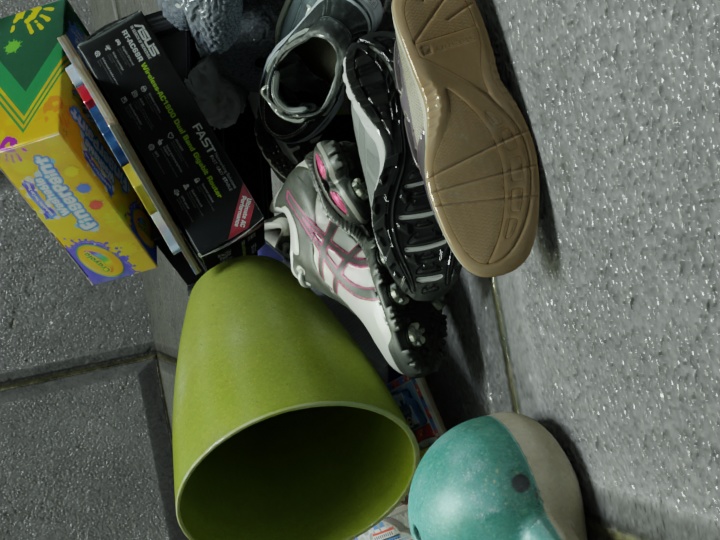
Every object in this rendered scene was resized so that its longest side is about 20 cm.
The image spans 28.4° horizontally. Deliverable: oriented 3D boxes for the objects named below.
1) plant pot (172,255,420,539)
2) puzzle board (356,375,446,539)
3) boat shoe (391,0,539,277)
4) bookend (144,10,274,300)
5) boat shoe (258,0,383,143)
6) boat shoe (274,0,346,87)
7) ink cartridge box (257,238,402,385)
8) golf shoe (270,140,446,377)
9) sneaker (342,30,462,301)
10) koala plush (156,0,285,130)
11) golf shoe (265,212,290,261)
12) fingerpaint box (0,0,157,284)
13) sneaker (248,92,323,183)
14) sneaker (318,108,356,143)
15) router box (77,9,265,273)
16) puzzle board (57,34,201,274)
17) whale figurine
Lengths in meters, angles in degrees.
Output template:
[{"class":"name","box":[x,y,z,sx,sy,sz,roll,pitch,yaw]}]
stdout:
[{"class":"plant pot","box":[-0.070,0.091,1.116,0.188,0.185,0.201,94,162,-45]},{"class":"puzzle board","box":[0.027,0.178,1.172,0.200,0.017,0.152,-37,74,58]},{"class":"boat shoe","box":[0.064,-0.090,0.910,0.065,0.071,0.202,93,161,-78]},{"class":"bookend","box":[-0.158,-0.107,1.348,0.200,0.091,0.200,60,-161,-52]},{"class":"boat shoe","box":[-0.048,-0.152,1.120,0.072,0.071,0.200,37,148,2]},{"class":"boat shoe","box":[-0.024,-0.196,1.147,0.201,0.072,0.062,105,154,-49]},{"class":"ink cartridge box","box":[-0.034,0.093,1.273,0.199,0.040,0.201,35,145,33]},{"class":"golf shoe","box":[0.000,0.000,1.086,0.088,0.077,0.201,-35,65,27]},{"class":"sneaker","box":[0.036,-0.072,1.037,0.079,0.073,0.202,88,172,-70]},{"class":"koala plush","box":[-0.109,-0.237,1.241,0.183,0.178,0.201,23,155,35]},{"class":"golf shoe","box":[-0.029,0.002,1.282,0.200,0.087,0.078,-127,31,-56]},{"class":"fingerpaint box","box":[-0.255,-0.114,1.299,0.201,0.073,0.168,62,-163,-50]},{"class":"sneaker","box":[-0.070,-0.153,1.381,0.080,0.073,0.201,75,179,-55]},{"class":"sneaker","box":[-0.002,-0.054,1.165,0.083,0.071,0.201,97,157,-46]},{"class":"router box","box":[-0.152,-0.099,1.182,0.201,0.062,0.150,60,173,3]},{"class":"puzzle board","box":[-0.193,-0.095,1.160,0.200,0.017,0.151,52,170,55]},{"class":"whale figurine","box":[0.093,0.196,0.928,0.159,0.103,0.202,131,127,-71]}]
